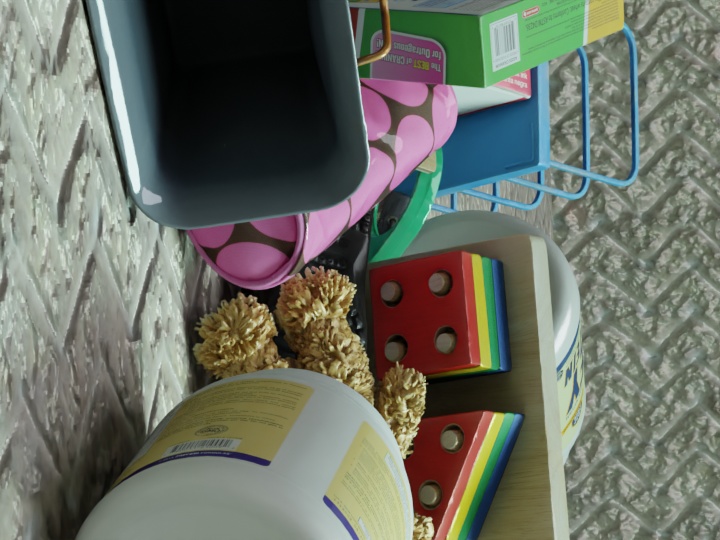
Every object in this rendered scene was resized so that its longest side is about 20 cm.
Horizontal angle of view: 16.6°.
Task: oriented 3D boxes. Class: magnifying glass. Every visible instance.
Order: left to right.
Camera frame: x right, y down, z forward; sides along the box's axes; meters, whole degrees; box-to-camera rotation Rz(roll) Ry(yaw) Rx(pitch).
[{"bbox_3d":[0.000,0.000,1.612,0.201,0.022,0.080,-67,-154,5],"label":"magnifying glass"}]

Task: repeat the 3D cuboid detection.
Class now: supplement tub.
[{"bbox_3d":[-0.052,0.133,1.184,0.200,0.145,0.146,-56,143,-73],"label":"supplement tub"},{"bbox_3d":[0.081,0.066,1.688,0.200,0.144,0.146,78,14,-59],"label":"supplement tub"}]

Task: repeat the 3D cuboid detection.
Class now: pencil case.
[{"bbox_3d":[-0.024,-0.071,1.416,0.091,0.094,0.200,-51,174,36],"label":"pencil case"}]

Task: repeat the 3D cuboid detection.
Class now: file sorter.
[{"bbox_3d":[0.095,-0.113,1.836,0.122,0.200,0.139,14,70,-43],"label":"file sorter"}]

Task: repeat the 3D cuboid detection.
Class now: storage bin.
[{"bbox_3d":[-0.060,-0.147,1.263,0.135,0.145,0.201,-96,177,-55],"label":"storage bin"}]

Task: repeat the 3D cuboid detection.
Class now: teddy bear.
[{"bbox_3d":[-0.023,0.098,1.397,0.067,0.145,0.201,1,-85,59],"label":"teddy bear"}]

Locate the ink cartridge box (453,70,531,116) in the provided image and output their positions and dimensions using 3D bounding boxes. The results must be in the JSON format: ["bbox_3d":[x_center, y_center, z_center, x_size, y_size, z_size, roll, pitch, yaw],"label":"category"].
[{"bbox_3d":[0.042,-0.213,1.764,0.084,0.144,0.201,11,74,-44],"label":"ink cartridge box"}]

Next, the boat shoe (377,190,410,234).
[{"bbox_3d":[0.008,0.037,1.777,0.072,0.065,0.201,51,39,-78],"label":"boat shoe"}]

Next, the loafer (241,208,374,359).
[{"bbox_3d":[-0.037,0.023,1.487,0.071,0.073,0.201,-30,-138,56],"label":"loafer"}]

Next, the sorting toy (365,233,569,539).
[{"bbox_3d":[0.020,0.088,1.518,0.069,0.199,0.200,10,73,-53],"label":"sorting toy"}]

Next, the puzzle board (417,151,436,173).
[{"bbox_3d":[-0.023,-0.153,1.521,0.200,0.017,0.151,16,69,-46],"label":"puzzle board"}]

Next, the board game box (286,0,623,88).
[{"bbox_3d":[0.027,-0.147,1.409,0.153,0.199,0.041,-26,117,-49],"label":"board game box"}]
